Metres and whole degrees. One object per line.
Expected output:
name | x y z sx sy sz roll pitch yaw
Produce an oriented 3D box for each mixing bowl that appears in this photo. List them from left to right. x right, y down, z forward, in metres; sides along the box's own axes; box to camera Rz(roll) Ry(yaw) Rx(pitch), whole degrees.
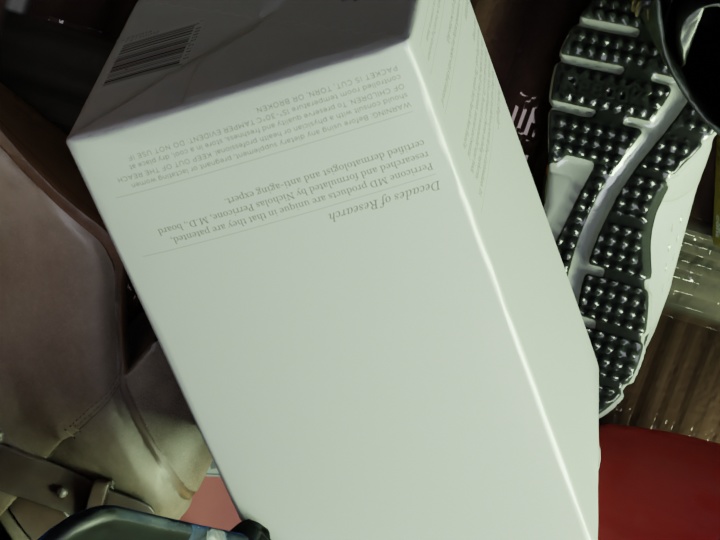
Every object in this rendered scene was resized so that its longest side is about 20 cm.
mixing bowl | 0.093 0.137 0.807 0.108 0.200 0.201 35 96 11

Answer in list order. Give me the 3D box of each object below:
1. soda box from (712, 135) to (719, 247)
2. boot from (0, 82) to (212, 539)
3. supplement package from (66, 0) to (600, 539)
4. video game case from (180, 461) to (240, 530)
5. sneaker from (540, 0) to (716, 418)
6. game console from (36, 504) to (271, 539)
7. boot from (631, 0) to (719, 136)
soda box | 0.190 -0.100 0.827 0.063 0.068 0.202 -6 108 -14
boot | -0.138 0.027 0.779 0.200 0.070 0.146 42 104 -10
supplement package | 0.000 0.000 0.702 0.119 0.122 0.201 -15 116 15
video game case | 0.005 0.137 0.875 0.198 0.017 0.145 4 105 -17
sneaker | 0.105 -0.034 0.831 0.073 0.080 0.202 20 86 11
game console | -0.091 0.182 0.652 0.200 0.118 0.171 -41 96 11
boot | 0.106 -0.129 0.724 0.200 0.138 0.078 43 116 6
